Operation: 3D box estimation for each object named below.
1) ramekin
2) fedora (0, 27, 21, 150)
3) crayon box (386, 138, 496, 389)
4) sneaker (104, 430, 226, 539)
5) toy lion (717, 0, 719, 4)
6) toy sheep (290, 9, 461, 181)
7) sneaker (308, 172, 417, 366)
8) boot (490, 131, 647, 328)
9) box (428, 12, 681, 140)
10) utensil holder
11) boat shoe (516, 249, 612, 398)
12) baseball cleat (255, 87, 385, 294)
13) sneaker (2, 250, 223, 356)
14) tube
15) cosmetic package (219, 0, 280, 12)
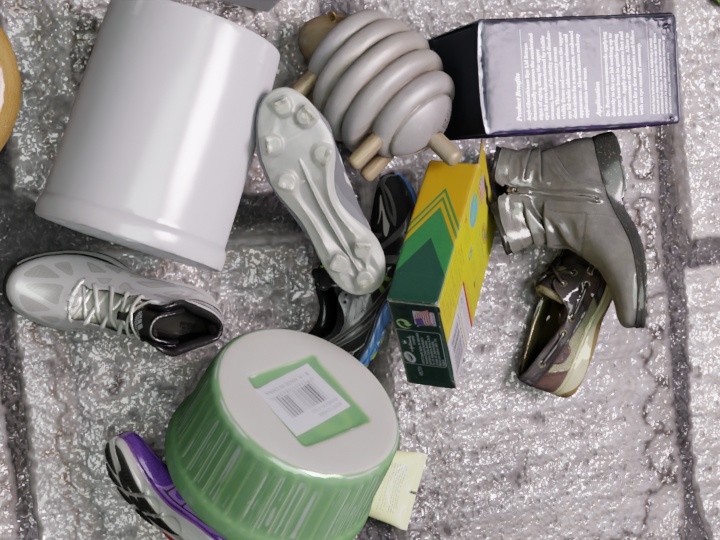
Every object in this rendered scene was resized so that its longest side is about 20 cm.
[{"bbox_3d":[-0.063,0.145,1.192,0.200,0.200,0.098,18,126,-15],"label":"ramekin"},{"bbox_3d":[-0.396,-0.156,1.157,0.200,0.082,0.201,0,91,-21],"label":"fedora"},{"bbox_3d":[0.079,-0.009,1.245,0.051,0.127,0.200,6,52,18],"label":"crayon box"},{"bbox_3d":[-0.155,0.212,1.254,0.200,0.081,0.083,46,68,-22],"label":"sneaker"},{"bbox_3d":[0.391,-0.357,1.379,0.191,0.069,0.201,0,92,-22],"label":"toy lion"},{"bbox_3d":[0.017,-0.163,1.243,0.138,0.138,0.200,-43,77,-10],"label":"toy sheep"},{"bbox_3d":[0.000,0.000,1.277,0.083,0.071,0.200,22,90,-21],"label":"sneaker"},{"bbox_3d":[0.196,-0.031,1.287,0.130,0.068,0.201,-12,76,3],"label":"boot"},{"bbox_3d":[0.180,-0.182,1.280,0.199,0.148,0.105,-5,95,-14],"label":"box"},{"bbox_3d":[-0.174,-0.118,1.177,0.170,0.170,0.201,17,85,-15],"label":"utensil holder"},{"bbox_3d":[0.206,0.025,1.332,0.065,0.073,0.201,14,89,-26],"label":"boat shoe"},{"bbox_3d":[-0.041,-0.071,1.201,0.070,0.106,0.200,-23,105,-2],"label":"baseball cleat"},{"bbox_3d":[-0.214,0.027,1.197,0.200,0.115,0.076,11,90,-15],"label":"sneaker"},{"bbox_3d":[-0.035,0.191,1.292,0.200,0.052,0.058,16,128,-18],"label":"tube"},{"bbox_3d":[-0.100,-0.284,1.170,0.101,0.200,0.074,13,89,-16],"label":"cosmetic package"}]
